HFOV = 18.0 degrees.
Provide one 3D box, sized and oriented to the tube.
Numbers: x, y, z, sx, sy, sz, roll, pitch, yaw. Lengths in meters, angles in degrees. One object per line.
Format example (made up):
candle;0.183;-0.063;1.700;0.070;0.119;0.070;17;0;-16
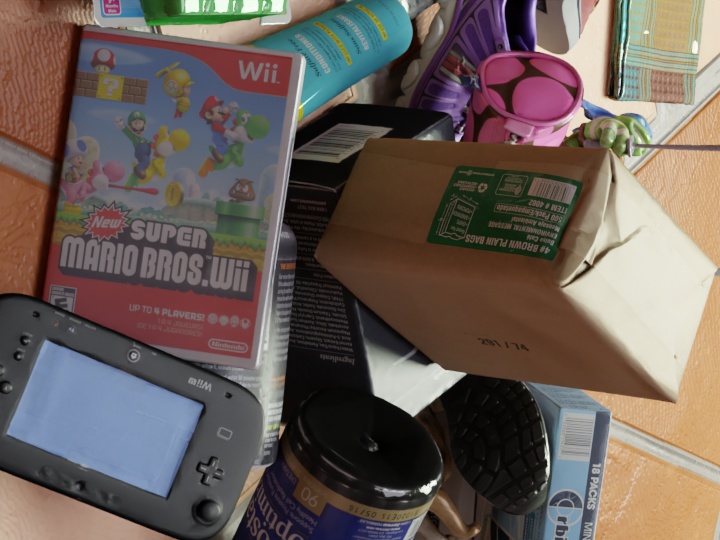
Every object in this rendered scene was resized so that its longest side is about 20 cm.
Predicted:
tube;-0.041;-0.141;1.579;0.200;0.077;0.050;-34;166;-45

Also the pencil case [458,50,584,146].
pencil case;0.098;-0.066;1.663;0.200;0.091;0.094;104;-6;-46

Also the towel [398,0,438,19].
towel;0.055;-0.303;1.702;0.200;0.035;0.193;-37;121;-41

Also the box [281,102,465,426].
box;0.000;0.000;1.614;0.148;0.104;0.200;-34;123;-46

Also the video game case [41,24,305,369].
video game case;-0.119;-0.046;1.426;0.017;0.143;0.200;21;77;-85

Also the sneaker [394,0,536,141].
sneaker;0.086;-0.147;1.700;0.081;0.083;0.200;-9;122;-55

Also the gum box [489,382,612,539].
gum box;0.136;0.169;1.760;0.045;0.200;0.170;5;98;-11

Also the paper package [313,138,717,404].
paper package;0.104;-0.002;1.501;0.191;0.200;0.104;40;65;-48

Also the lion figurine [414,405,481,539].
lion figurine;0.006;0.183;1.681;0.123;0.072;0.200;50;57;-4

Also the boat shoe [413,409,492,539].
boat shoe;0.070;0.211;1.781;0.066;0.072;0.200;18;74;-49

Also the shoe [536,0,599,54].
shoe;0.163;-0.253;1.767;0.091;0.071;0.200;-54;162;-16

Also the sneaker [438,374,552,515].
sneaker;0.101;0.106;1.714;0.076;0.200;0.088;-35;143;10

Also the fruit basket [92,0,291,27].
fruit basket;-0.107;-0.254;1.436;0.185;0.094;0.200;-8;99;-52

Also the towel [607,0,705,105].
towel;0.267;-0.247;1.998;0.147;0.022;0.200;-3;99;-53

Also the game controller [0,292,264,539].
game controller;-0.158;0.091;1.394;0.200;0.042;0.104;24;92;-20

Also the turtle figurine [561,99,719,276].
turtle figurine;0.192;-0.044;1.809;0.194;0.200;0.144;-38;162;-16

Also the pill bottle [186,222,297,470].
pill bottle;-0.097;0.025;1.487;0.106;0.106;0.200;3;94;-53

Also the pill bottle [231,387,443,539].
pill bottle;-0.029;0.188;1.552;0.112;0.112;0.200;-17;139;-51
